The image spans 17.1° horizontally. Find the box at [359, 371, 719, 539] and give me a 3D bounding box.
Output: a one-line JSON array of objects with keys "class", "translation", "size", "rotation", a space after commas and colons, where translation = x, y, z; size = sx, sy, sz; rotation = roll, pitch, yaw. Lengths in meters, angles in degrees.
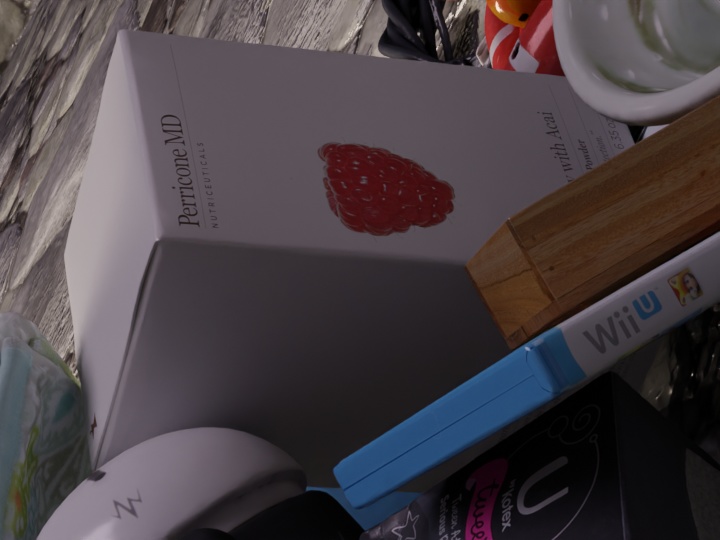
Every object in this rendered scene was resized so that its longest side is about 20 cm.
[{"class": "box", "translation": [0.080, 0.156, 0.698], "size": [0.115, 0.132, 0.201], "rotation": [-35, 31, 29]}]

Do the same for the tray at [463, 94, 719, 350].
[{"class": "tray", "translation": [0.132, -0.042, 0.755], "size": [0.199, 0.037, 0.099], "rotation": [-31, -4, -9]}]

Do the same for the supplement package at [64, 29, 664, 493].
[{"class": "supplement package", "translation": [0.000, 0.000, 0.899], "size": [0.122, 0.199, 0.120], "rotation": [-105, 26, -45]}]

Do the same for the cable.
[{"class": "cable", "translation": [0.066, -0.166, 1.310], "size": [0.163, 0.051, 0.201], "rotation": [-54, 21, 35]}]

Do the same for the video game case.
[{"class": "video game case", "translation": [0.097, 0.006, 0.722], "size": [0.199, 0.018, 0.143], "rotation": [-28, -5, -28]}]

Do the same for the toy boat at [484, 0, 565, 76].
[{"class": "toy boat", "translation": [0.074, -0.133, 1.094], "size": [0.200, 0.130, 0.131], "rotation": [-96, 27, -58]}]

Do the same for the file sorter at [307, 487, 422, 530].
[{"class": "file sorter", "translation": [-0.015, 0.174, 0.975], "size": [0.201, 0.138, 0.123], "rotation": [-69, 20, -6]}]

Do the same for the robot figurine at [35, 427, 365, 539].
[{"class": "robot figurine", "translation": [-0.031, 0.148, 0.813], "size": [0.125, 0.200, 0.150], "rotation": [-19, -28, -54]}]

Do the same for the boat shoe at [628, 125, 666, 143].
[{"class": "boat shoe", "translation": [0.135, -0.061, 0.930], "size": [0.200, 0.072, 0.071], "rotation": [-54, 25, 41]}]

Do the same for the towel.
[{"class": "towel", "translation": [-0.124, 0.140, 0.894], "size": [0.171, 0.048, 0.201], "rotation": [62, -149, -54]}]

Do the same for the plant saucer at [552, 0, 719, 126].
[{"class": "plant saucer", "translation": [0.144, -0.135, 0.821], "size": [0.200, 0.050, 0.201], "rotation": [-45, 32, 38]}]
